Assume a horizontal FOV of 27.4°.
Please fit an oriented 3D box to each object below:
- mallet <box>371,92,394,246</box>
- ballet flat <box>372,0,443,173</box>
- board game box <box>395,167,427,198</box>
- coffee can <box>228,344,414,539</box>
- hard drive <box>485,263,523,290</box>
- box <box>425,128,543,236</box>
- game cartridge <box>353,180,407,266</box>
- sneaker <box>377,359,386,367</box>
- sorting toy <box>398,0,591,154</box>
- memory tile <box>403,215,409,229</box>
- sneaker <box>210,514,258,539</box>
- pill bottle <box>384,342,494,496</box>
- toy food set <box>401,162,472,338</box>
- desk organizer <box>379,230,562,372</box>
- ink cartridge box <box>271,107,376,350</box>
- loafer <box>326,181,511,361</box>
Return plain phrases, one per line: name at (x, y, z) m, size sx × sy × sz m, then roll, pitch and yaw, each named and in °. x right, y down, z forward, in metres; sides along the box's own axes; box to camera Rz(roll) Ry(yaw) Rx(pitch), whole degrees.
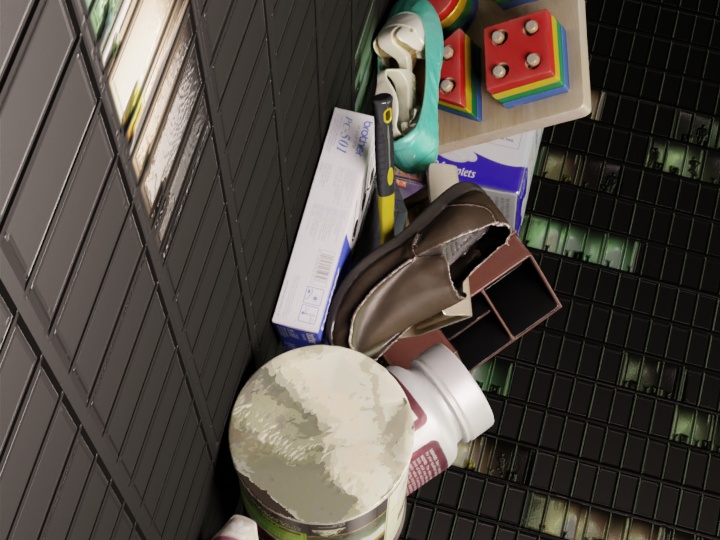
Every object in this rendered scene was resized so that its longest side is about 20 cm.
mallet at (0.030, -0.064, 1.274) m, size 0.066 × 0.041 × 0.201 m, roll -22°, pitch 129°, yaw -35°
ballet flat at (0.043, -0.193, 1.428) m, size 0.070 × 0.067 × 0.201 m, roll 33°, pitch 50°, yaw -54°
board game box at (0.059, -0.097, 1.697) m, size 0.200 × 0.057 × 0.166 m, roll 97°, pitch 8°, yaw -53°
coffee can at (-0.031, 0.165, 1.228) m, size 0.200 × 0.146 × 0.147 m, roll 91°, pitch 15°, yaw -65°
hard drive at (0.108, -0.011, 1.739) m, size 0.132 × 0.025 × 0.200 m, roll -40°, pitch -147°, yaw 2°
box at (0.144, -0.151, 1.615) m, size 0.184 × 0.105 × 0.201 m, roll 77°, pitch 26°, yaw -72°
game cartridge at (0.000, 0.000, 1.420) m, size 0.130 × 0.038 × 0.201 m, roll -113°, pitch -146°, yaw -55°
sneaker at (0.002, 0.050, 1.654) m, size 0.200 × 0.075 × 0.088 m, roll 113°, pitch -23°, yaw -46°
sorting toy at (0.122, -0.235, 1.481) m, size 0.070 × 0.198 × 0.201 m, roll 31°, pitch 53°, yaw -53°
memory tile at (0.009, -0.007, 1.483) m, size 0.200 × 0.017 × 0.154 m, roll -127°, pitch -133°, yaw -69°
sneaker at (-0.097, 0.269, 1.204) m, size 0.200 × 0.075 × 0.090 m, roll 96°, pitch 15°, yaw -61°
pill bottle at (0.019, 0.162, 1.401) m, size 0.200 × 0.114 × 0.114 m, roll -33°, pitch 164°, yaw -10°
toy food set at (0.049, -0.014, 1.450) m, size 0.200 × 0.060 × 0.144 m, roll 153°, pitch -67°, yaw -70°
desk organizer at (0.114, 0.055, 1.593) m, size 0.200 × 0.077 × 0.072 m, roll -35°, pitch 151°, yaw -3°
ink cartridge box at (-0.026, -0.032, 1.296) m, size 0.094 × 0.044 × 0.201 m, roll 78°, pitch 27°, yaw -73°
loafer at (0.052, 0.006, 1.257) m, size 0.200 × 0.071 × 0.073 m, roll -48°, pitch 135°, yaw -11°
